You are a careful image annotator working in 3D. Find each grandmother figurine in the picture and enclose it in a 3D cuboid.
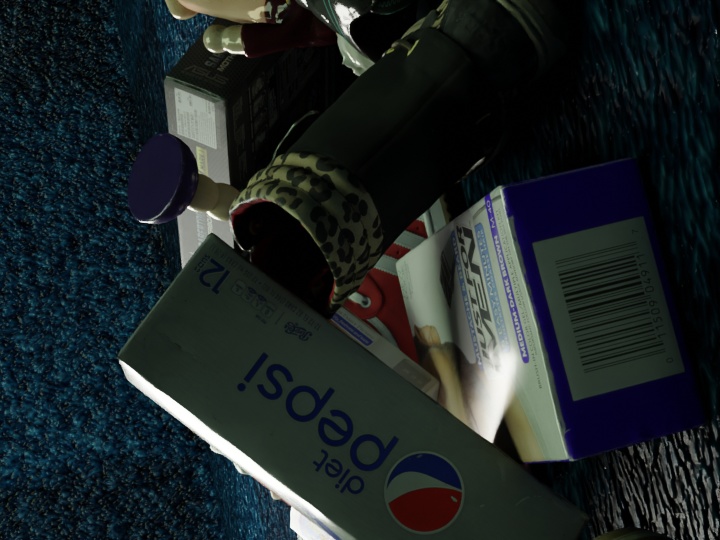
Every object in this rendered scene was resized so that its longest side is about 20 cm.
[{"bbox_3d":[-0.038,-0.155,0.895,0.199,0.121,0.061,23,143,43],"label":"grandmother figurine"}]

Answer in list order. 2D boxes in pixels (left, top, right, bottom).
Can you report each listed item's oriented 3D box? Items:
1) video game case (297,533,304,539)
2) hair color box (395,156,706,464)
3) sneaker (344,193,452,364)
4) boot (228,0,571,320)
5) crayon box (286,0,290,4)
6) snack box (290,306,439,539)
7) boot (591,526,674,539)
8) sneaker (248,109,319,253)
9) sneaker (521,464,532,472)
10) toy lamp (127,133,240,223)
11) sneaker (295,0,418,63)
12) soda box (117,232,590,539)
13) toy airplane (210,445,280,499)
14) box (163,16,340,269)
[{"bbox_3d":[-0.011,0.234,1.024,0.200,0.019,0.144,-123,22,-59],"label":"video game case"},{"bbox_3d":[0.074,0.027,0.681,0.200,0.064,0.110,137,120,-78],"label":"hair color box"},{"bbox_3d":[0.000,0.000,0.872,0.071,0.111,0.202,84,171,-69],"label":"sneaker"},{"bbox_3d":[0.008,-0.046,0.698,0.073,0.151,0.200,44,161,-2],"label":"boot"},{"bbox_3d":[-0.026,-0.255,0.800,0.201,0.051,0.127,100,155,-57],"label":"crayon box"},{"bbox_3d":[-0.002,0.101,0.811,0.072,0.024,0.201,36,147,22],"label":"snack box"},{"bbox_3d":[0.102,0.178,0.675,0.155,0.071,0.202,-126,24,-67],"label":"boot"},{"bbox_3d":[-0.014,-0.041,1.025,0.060,0.104,0.199,51,-166,23],"label":"sneaker"},{"bbox_3d":[0.051,0.134,0.891,0.200,0.078,0.096,-140,29,-74],"label":"sneaker"},{"bbox_3d":[-0.044,-0.025,0.916,0.058,0.199,0.059,-19,63,43],"label":"toy lamp"},{"bbox_3d":[0.007,-0.173,0.724,0.080,0.075,0.200,58,166,23],"label":"sneaker"},{"bbox_3d":[-0.005,0.075,0.657,0.199,0.068,0.063,36,168,3],"label":"soda box"},{"bbox_3d":[-0.092,0.072,1.314,0.200,0.140,0.201,97,158,-59],"label":"toy airplane"},{"bbox_3d":[-0.068,-0.096,1.051,0.158,0.051,0.201,-55,-21,-36],"label":"box"}]
